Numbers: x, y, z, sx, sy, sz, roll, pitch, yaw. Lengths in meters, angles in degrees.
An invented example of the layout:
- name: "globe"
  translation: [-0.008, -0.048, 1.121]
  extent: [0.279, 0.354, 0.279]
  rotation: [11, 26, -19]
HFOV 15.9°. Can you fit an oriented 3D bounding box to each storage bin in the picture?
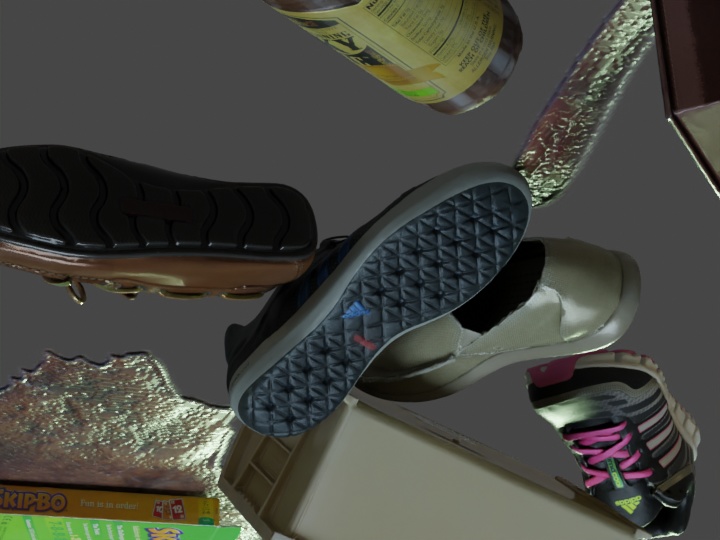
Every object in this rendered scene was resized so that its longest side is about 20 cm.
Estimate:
- name: "storage bin"
  translation: [0.036, 0.137, 1.487]
  extent: [0.200, 0.094, 0.199]
  rotation: [25, 180, -13]

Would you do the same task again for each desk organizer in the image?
- name: "desk organizer"
  translation: [0.204, -0.069, 1.221]
  extent: [0.077, 0.072, 0.200]
  rotation: [-13, 153, 18]

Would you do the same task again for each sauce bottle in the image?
- name: "sauce bottle"
  translation: [-0.009, -0.129, 1.085]
  extent: [0.065, 0.065, 0.200]
  rotation: [-18, 149, 32]

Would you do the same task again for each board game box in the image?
- name: "board game box"
  translation: [-0.186, 0.178, 1.783]
  extent: [0.200, 0.030, 0.096]
  rotation: [7, 155, -13]

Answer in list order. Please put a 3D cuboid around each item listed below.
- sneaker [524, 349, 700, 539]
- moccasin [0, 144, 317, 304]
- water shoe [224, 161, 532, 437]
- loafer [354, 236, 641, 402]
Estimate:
- name: "sneaker"
  translation: [0.161, 0.112, 1.591]
  extent: [0.074, 0.088, 0.200]
  rotation: [-12, 153, 22]
- name: "moccasin"
  translation: [-0.124, -0.019, 1.316]
  extent: [0.201, 0.074, 0.078]
  rotation: [1, 149, -30]
- name: "water shoe"
  translation: [0.000, 0.000, 1.358]
  extent: [0.200, 0.079, 0.071]
  rotation: [-41, 127, 13]
- name: "loafer"
  translation: [0.058, 0.017, 1.399]
  extent: [0.200, 0.076, 0.068]
  rotation: [-19, 140, 38]
